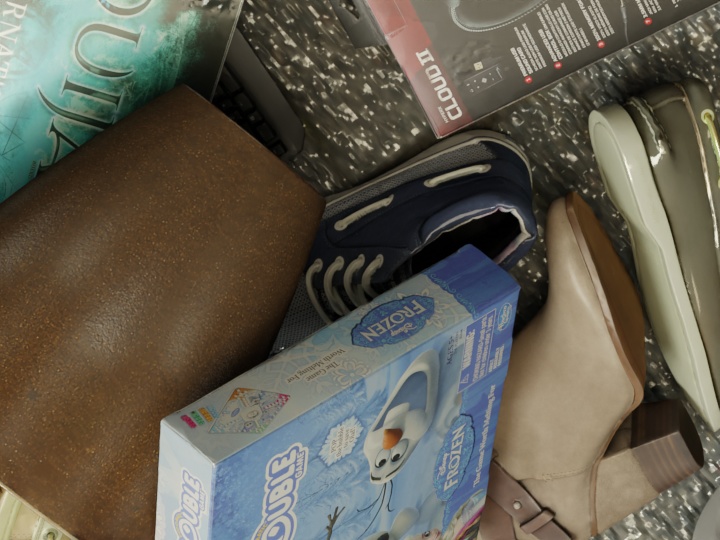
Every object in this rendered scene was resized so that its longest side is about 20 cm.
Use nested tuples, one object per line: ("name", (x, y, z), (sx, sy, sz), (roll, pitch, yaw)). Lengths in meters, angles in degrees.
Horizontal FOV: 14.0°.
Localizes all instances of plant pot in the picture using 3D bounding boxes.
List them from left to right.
("plant pot", (-0.115, 0.014, 1.431), (0.187, 0.187, 0.200), (39, 88, -16))

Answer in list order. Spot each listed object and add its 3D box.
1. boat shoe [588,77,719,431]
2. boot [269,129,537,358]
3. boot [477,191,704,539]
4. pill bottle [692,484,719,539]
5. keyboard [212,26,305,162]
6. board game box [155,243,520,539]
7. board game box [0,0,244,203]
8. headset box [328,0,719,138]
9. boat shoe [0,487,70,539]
("boat shoe", (0.175, -0.006, 1.519), (0.060, 0.072, 0.202), (-25, 121, -8))
("boot", (0.000, 0.000, 1.509), (0.200, 0.090, 0.073), (-33, 110, 12))
("boot", (0.086, 0.063, 1.541), (0.146, 0.070, 0.200), (-17, 115, 21))
("pill bottle", (0.283, 0.183, 1.581), (0.111, 0.111, 0.200), (-43, 107, 16))
("keyboard", (-0.130, -0.110, 1.499), (0.127, 0.021, 0.200), (-32, 109, 12))
("board game box", (-0.014, 0.110, 1.444), (0.199, 0.043, 0.200), (-29, 143, -32))
("board game box", (-0.137, -0.107, 1.475), (0.135, 0.028, 0.201), (16, 111, -8))
("headset box", (0.075, -0.171, 1.445), (0.199, 0.077, 0.149), (-26, 111, 11))
("boat shoe", (-0.178, 0.149, 1.586), (0.062, 0.073, 0.201), (9, 119, -13))
